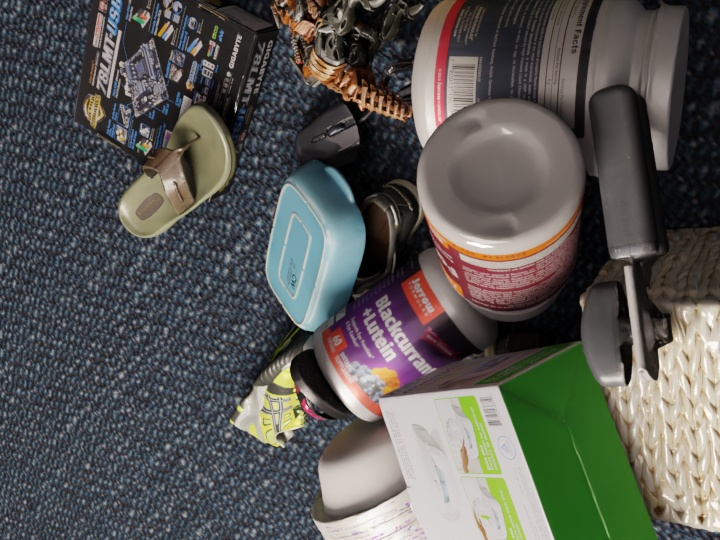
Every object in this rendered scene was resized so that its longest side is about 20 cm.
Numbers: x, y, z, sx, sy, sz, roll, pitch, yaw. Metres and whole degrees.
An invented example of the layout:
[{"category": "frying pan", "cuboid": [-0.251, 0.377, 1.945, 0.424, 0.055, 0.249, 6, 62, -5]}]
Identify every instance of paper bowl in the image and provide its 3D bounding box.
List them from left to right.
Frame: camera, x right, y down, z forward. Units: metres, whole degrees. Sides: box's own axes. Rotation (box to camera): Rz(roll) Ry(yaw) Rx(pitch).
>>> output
[{"category": "paper bowl", "cuboid": [0.039, 0.196, 0.832, 0.200, 0.201, 0.105, -29, 95, 32]}]

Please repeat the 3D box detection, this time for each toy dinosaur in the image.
[{"category": "toy dinosaur", "cuboid": [-0.009, -0.214, 0.760, 0.200, 0.102, 0.136, 42, 126, 9]}]

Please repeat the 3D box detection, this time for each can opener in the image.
[{"category": "can opener", "cuboid": [0.173, -0.021, 0.570, 0.067, 0.053, 0.201, -10, 83, 32]}]

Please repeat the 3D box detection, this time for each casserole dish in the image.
[{"category": "casserole dish", "cuboid": [-0.053, -0.018, 0.847, 0.121, 0.039, 0.201, 53, 145, 30]}]

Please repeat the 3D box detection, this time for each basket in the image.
[{"category": "basket", "cuboid": [0.284, 0.079, 0.669, 0.160, 0.198, 0.201, -1, 109, 31]}]

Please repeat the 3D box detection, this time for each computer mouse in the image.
[{"category": "computer mouse", "cuboid": [-0.002, -0.146, 0.793, 0.200, 0.034, 0.059, -28, 79, 45]}]

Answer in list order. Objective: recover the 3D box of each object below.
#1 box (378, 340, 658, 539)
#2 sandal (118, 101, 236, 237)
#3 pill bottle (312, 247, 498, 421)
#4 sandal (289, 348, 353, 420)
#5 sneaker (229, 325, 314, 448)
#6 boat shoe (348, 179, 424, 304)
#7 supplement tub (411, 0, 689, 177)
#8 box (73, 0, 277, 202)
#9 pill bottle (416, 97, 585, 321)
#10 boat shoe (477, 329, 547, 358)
[{"category": "box", "cuboid": [0.121, 0.174, 0.663, 0.176, 0.096, 0.201, -23, 87, 60]}, {"category": "sandal", "cuboid": [-0.199, -0.093, 0.873, 0.080, 0.057, 0.201, 49, 124, 1]}, {"category": "pill bottle", "cuboid": [0.061, 0.049, 0.800, 0.200, 0.111, 0.112, -36, 91, 14]}, {"category": "sandal", "cuboid": [-0.036, 0.122, 0.846, 0.045, 0.200, 0.075, -33, 79, 6]}, {"category": "sneaker", "cuboid": [-0.081, 0.133, 0.945, 0.076, 0.076, 0.200, 34, 138, 0]}, {"category": "boat shoe", "cuboid": [0.000, 0.000, 0.857, 0.072, 0.068, 0.201, 31, 122, 12]}, {"category": "supplement tub", "cuboid": [0.154, -0.150, 0.675, 0.199, 0.140, 0.141, 8, 113, 24]}, {"category": "box", "cuboid": [-0.205, -0.207, 0.889, 0.198, 0.050, 0.201, 30, 121, 14]}, {"category": "pill bottle", "cuboid": [0.111, -0.034, 0.639, 0.113, 0.200, 0.115, -4, 69, 11]}, {"category": "boat shoe", "cuboid": [0.182, 0.151, 0.818, 0.073, 0.074, 0.201, -19, 101, 31]}]
